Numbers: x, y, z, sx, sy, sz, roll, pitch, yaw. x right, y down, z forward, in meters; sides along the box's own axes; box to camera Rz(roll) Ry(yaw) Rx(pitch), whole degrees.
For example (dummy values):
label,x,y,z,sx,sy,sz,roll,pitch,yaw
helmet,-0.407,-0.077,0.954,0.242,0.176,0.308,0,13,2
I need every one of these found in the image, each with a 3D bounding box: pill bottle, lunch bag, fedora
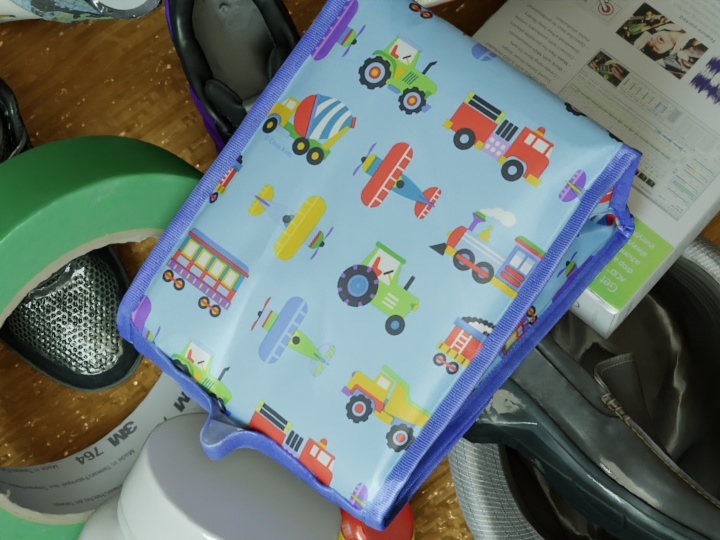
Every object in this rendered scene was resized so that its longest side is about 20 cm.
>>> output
label,x,y,z,sx,sy,sz,roll,pitch,yaw
pill bottle,-0.091,0.171,0.818,0.113,0.114,0.201,25,116,-4
lunch bag,0.000,0.000,0.756,0.150,0.094,0.200,36,78,18
fedora,0.123,0.074,0.880,0.175,0.090,0.202,-7,83,-6

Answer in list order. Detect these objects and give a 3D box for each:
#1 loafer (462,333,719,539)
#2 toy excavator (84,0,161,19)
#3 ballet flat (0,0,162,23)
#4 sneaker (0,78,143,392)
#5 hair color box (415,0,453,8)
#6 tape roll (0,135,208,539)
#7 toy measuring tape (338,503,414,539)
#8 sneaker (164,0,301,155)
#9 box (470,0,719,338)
label,x,y,z,sx,sy,sz,roll,pitch,yaw
loafer,0.104,0.066,0.797,0.199,0.073,0.073,35,78,1
toy excavator,-0.145,-0.211,0.798,0.194,0.100,0.200,-29,113,35
ballet flat,-0.192,-0.161,0.871,0.199,0.074,0.075,29,89,-1
sneaker,-0.172,-0.026,0.846,0.076,0.114,0.200,-28,96,-2
hair color box,0.037,-0.226,0.802,0.110,0.064,0.202,-15,101,3
tape roll,-0.127,0.040,0.821,0.199,0.048,0.202,-23,129,-31
toy measuring tape,0.017,0.154,0.895,0.074,0.074,0.200,-44,110,-3
sneaker,-0.041,-0.064,0.859,0.069,0.100,0.201,-28,92,-1
box,0.124,-0.083,0.857,0.144,0.036,0.200,39,69,15
